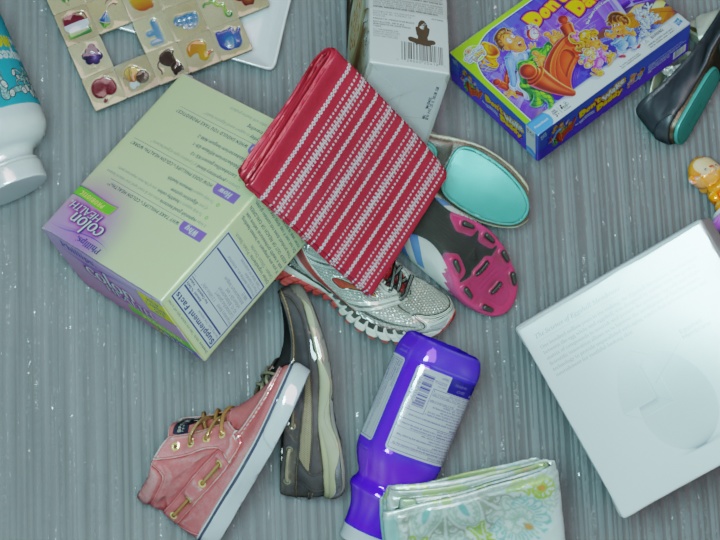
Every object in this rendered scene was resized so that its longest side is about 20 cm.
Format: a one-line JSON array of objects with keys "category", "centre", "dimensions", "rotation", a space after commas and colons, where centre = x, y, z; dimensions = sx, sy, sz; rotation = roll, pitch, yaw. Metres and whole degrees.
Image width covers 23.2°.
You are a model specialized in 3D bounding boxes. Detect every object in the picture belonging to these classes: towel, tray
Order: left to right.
[{"category": "tray", "centre": [-0.168, -0.266, 1.698], "dimensions": [0.198, 0.022, 0.109], "rotation": [15, 76, -7]}, {"category": "towel", "centre": [-0.012, -0.085, 1.542], "dimensions": [0.200, 0.022, 0.145], "rotation": [43, 76, -43]}, {"category": "towel", "centre": [0.107, 0.276, 1.594], "dimensions": [0.169, 0.048, 0.202], "rotation": [-10, 107, -11]}]

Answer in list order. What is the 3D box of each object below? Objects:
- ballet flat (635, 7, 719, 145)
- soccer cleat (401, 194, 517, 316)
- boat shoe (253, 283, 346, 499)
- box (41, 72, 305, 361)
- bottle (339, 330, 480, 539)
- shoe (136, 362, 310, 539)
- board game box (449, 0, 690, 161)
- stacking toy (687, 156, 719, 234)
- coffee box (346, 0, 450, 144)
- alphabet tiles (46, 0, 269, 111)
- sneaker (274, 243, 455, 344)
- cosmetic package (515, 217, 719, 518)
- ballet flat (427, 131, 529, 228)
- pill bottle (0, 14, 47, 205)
[{"category": "ballet flat", "centre": [0.345, -0.217, 1.763], "dimensions": [0.073, 0.073, 0.201], "rotation": [38, 80, -1]}, {"category": "soccer cleat", "centre": [0.071, -0.034, 1.678], "dimensions": [0.200, 0.086, 0.070], "rotation": [43, 79, -24]}, {"category": "boat shoe", "centre": [-0.061, 0.114, 1.605], "dimensions": [0.072, 0.074, 0.202], "rotation": [-9, 91, -5]}, {"category": "box", "centre": [-0.150, -0.051, 1.576], "dimensions": [0.175, 0.097, 0.200], "rotation": [28, 69, 37]}, {"category": "bottle", "centre": [0.040, 0.160, 1.612], "dimensions": [0.083, 0.065, 0.202], "rotation": [21, 92, -31]}, {"category": "shoe", "centre": [-0.125, 0.150, 1.560], "dimensions": [0.090, 0.072, 0.201], "rotation": [30, 113, 0]}, {"category": "board game box", "centre": [0.205, -0.215, 1.720], "dimensions": [0.199, 0.045, 0.135], "rotation": [-36, 62, -15]}, {"category": "stacking toy", "centre": [0.386, -0.033, 1.727], "dimensions": [0.115, 0.110, 0.201], "rotation": [-21, 68, -23]}, {"category": "coffee box", "centre": [0.033, -0.228, 1.647], "dimensions": [0.079, 0.115, 0.202], "rotation": [7, 53, -10]}, {"category": "alphabet tiles", "centre": [-0.196, -0.264, 1.678], "dimensions": [0.198, 0.008, 0.169], "rotation": [-23, 84, -14]}, {"category": "sneaker", "centre": [0.000, 0.000, 1.632], "dimensions": [0.199, 0.082, 0.078], "rotation": [26, 40, -6]}, {"category": "cosmetic package", "centre": [0.283, 0.086, 1.624], "dimensions": [0.198, 0.123, 0.201], "rotation": [-30, 86, 15]}, {"category": "ballet flat", "centre": [0.078, -0.106, 1.691], "dimensions": [0.199, 0.062, 0.068], "rotation": [27, 103, -6]}, {"category": "pill bottle", "centre": [-0.356, -0.162, 1.597], "dimensions": [0.110, 0.111, 0.202], "rotation": [-23, 84, -14]}]
